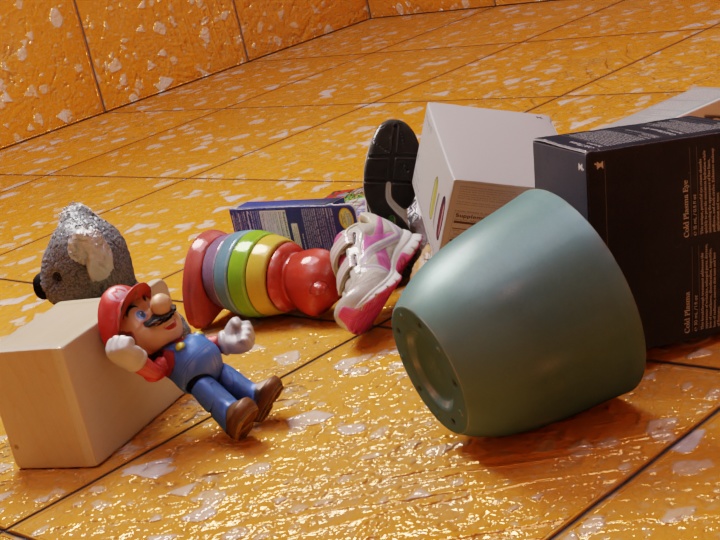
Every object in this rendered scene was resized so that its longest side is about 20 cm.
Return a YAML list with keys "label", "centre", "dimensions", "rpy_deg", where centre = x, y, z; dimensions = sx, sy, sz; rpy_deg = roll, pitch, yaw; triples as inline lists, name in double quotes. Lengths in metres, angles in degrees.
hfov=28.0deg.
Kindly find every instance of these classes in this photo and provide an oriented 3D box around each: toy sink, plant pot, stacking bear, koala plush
- label: "toy sink"
  centre: [-0.284, 0.104, 1.512]
  dimensions: [0.112, 0.131, 0.200]
  rpy_deg: [-5, 19, 27]
- label: "plant pot"
  centre: [0.125, 0.054, 1.266]
  dimensions: [0.160, 0.201, 0.200]
  rpy_deg: [-27, 20, -17]
- label: "stacking bear"
  centre: [-0.105, 0.009, 1.738]
  dimensions: [0.199, 0.114, 0.121]
  rpy_deg: [4, 23, 34]
- label: "koala plush"
  centre: [-0.301, 0.025, 1.658]
  dimensions: [0.183, 0.201, 0.177]
  rpy_deg: [-15, 16, -9]

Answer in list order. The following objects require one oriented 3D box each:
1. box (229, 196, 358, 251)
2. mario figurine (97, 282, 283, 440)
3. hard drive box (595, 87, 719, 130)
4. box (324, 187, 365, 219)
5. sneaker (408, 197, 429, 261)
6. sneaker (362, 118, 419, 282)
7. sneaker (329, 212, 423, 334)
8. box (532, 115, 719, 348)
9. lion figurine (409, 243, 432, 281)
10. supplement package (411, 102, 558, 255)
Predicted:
- label: "box"
  centre: [-0.068, -0.028, 1.793]
  dimensions: [0.199, 0.122, 0.032]
  rpy_deg: [0, 20, 37]
- label: "mario figurine"
  centre: [-0.172, 0.073, 1.418]
  dimensions: [0.106, 0.200, 0.123]
  rpy_deg: [-56, -10, -3]
- label: "hard drive box"
  centre: [0.363, -0.111, 1.673]
  dimensions: [0.199, 0.157, 0.077]
  rpy_deg: [-25, 21, -32]
- label: "box"
  centre: [-0.015, -0.073, 2.045]
  dimensions: [0.136, 0.039, 0.200]
  rpy_deg: [-4, 18, 25]
- label: "sneaker"
  centre: [0.111, -0.061, 1.855]
  dimensions: [0.114, 0.075, 0.200]
  rpy_deg: [-14, 22, -6]
- label: "sneaker"
  centre: [0.022, -0.087, 1.798]
  dimensions: [0.075, 0.202, 0.115]
  rpy_deg: [1, 5, -18]
- label: "sneaker"
  centre: [0.000, 0.000, 1.643]
  dimensions: [0.088, 0.082, 0.200]
  rpy_deg: [32, 30, 0]
- label: "box"
  centre: [0.269, -0.035, 1.374]
  dimensions: [0.181, 0.201, 0.104]
  rpy_deg: [-9, 15, -22]
- label: "lion figurine"
  centre: [0.148, -0.015, 1.675]
  dimensions: [0.199, 0.073, 0.123]
  rpy_deg: [-11, 26, -9]
- label: "supplement package"
  centre: [0.154, -0.095, 1.651]
  dimensions: [0.155, 0.111, 0.200]
  rpy_deg: [5, 30, -10]
